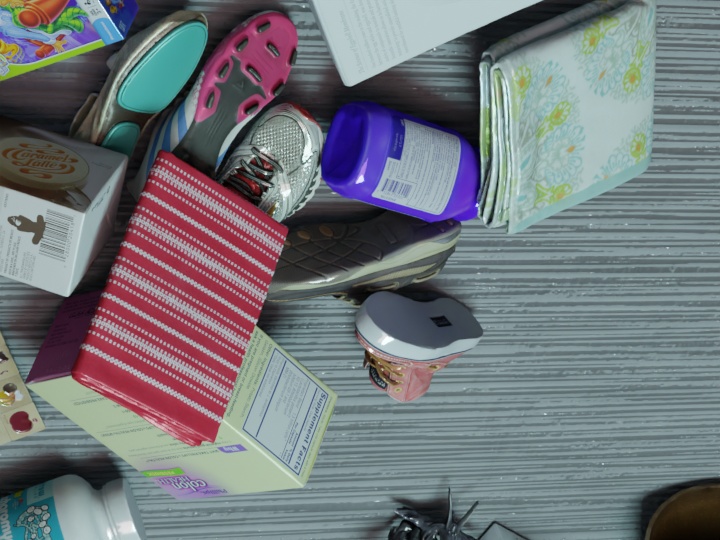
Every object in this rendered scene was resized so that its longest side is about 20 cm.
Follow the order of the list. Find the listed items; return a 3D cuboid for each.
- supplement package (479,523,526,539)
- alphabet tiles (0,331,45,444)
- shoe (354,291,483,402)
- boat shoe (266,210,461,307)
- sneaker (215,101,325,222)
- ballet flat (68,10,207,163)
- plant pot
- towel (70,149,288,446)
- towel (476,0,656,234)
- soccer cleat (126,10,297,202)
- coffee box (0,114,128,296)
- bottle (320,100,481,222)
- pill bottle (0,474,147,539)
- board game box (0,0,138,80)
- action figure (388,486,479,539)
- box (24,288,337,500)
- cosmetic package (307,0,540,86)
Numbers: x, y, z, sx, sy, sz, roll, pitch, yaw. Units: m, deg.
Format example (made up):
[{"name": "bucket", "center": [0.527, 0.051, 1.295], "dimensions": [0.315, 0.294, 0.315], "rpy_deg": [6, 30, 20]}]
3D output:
[{"name": "supplement package", "center": [0.183, 0.397, 1.818], "dimensions": [0.199, 0.151, 0.152], "rpy_deg": [30, 111, -28]}, {"name": "alphabet tiles", "center": [-0.389, 0.091, 1.536], "dimensions": [0.166, 0.008, 0.201], "rpy_deg": [-19, 124, -2]}, {"name": "shoe", "center": [0.035, 0.075, 1.582], "dimensions": [0.091, 0.072, 0.200], "rpy_deg": [-48, 159, 19]}, {"name": "boat shoe", "center": [0.000, 0.000, 1.556], "dimensions": [0.198, 0.075, 0.074], "rpy_deg": [-14, 132, -19]}, {"name": "sneaker", "center": [-0.099, -0.053, 1.488], "dimensions": [0.078, 0.082, 0.201], "rpy_deg": [36, 108, 6]}, {"name": "ballet flat", "center": [-0.197, -0.141, 1.434], "dimensions": [0.067, 0.062, 0.201], "rpy_deg": [10, 120, -52]}, {"name": "plant pot", "center": [0.372, 0.361, 1.847], "dimensions": [0.185, 0.188, 0.201], "rpy_deg": [-6, 138, -11]}, {"name": "towel", "center": [-0.143, 0.024, 1.402], "dimensions": [0.144, 0.022, 0.202], "rpy_deg": [32, 68, -35]}, {"name": "towel", "center": [0.181, -0.137, 1.507], "dimensions": [0.199, 0.048, 0.173], "rpy_deg": [-26, 131, -31]}, {"name": "soccer cleat", "center": [-0.130, -0.135, 1.459], "dimensions": [0.070, 0.086, 0.201], "rpy_deg": [37, 83, -36]}, {"name": "coffee box", "center": [-0.299, -0.066, 1.383], "dimensions": [0.198, 0.115, 0.080], "rpy_deg": [18, 118, 3]}, {"name": "bottle", "center": [0.058, -0.086, 1.515], "dimensions": [0.199, 0.065, 0.084], "rpy_deg": [13, 93, -41]}, {"name": "pill bottle", "center": [-0.302, 0.259, 1.627], "dimensions": [0.198, 0.111, 0.112], "rpy_deg": [-20, 124, -3]}, {"name": "board game box", "center": [-0.278, -0.247, 1.327], "dimensions": [0.133, 0.045, 0.201], "rpy_deg": [-14, 128, 25]}, {"name": "action figure", "center": [0.057, 0.318, 1.766], "dimensions": [0.118, 0.102, 0.201], "rpy_deg": [24, 116, -23]}, {"name": "box", "center": [-0.155, 0.104, 1.527], "dimensions": [0.175, 0.097, 0.200], "rpy_deg": [-13, 135, 43]}, {"name": "cosmetic package", "center": [0.039, -0.273, 1.336], "dimensions": [0.198, 0.124, 0.200], "rpy_deg": [-24, 153, 0]}]
